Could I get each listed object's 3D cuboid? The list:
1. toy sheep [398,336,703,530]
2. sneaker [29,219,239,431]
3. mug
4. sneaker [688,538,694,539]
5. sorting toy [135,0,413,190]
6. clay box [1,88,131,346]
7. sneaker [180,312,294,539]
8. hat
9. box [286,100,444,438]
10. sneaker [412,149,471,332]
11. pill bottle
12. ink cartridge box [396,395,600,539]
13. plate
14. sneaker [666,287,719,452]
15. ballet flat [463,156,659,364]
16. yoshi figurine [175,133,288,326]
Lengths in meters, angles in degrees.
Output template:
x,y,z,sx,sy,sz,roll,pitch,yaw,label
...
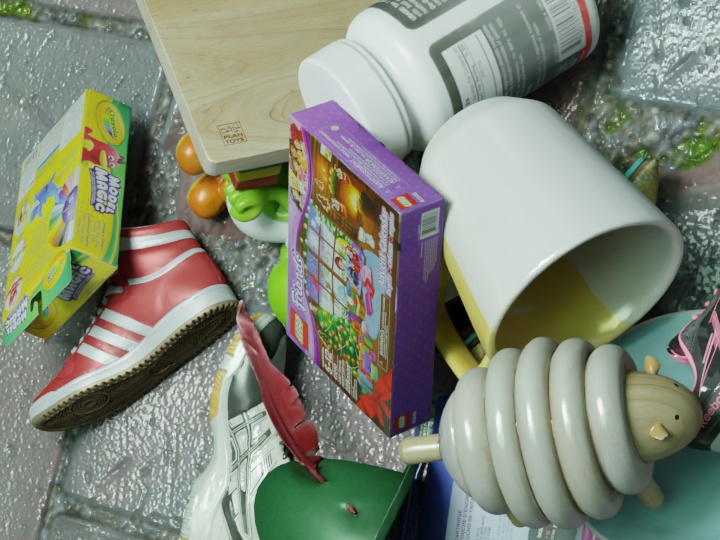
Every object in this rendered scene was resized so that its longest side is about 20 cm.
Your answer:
x,y,z,sx,sy,sz,roll,pitch,yaw,label
0.121,0.107,1.391,0.200,0.138,0.138,-14,72,16,toy sheep
-0.199,0.039,1.739,0.200,0.071,0.113,-34,67,12,sneaker
0.100,-0.024,1.455,0.187,0.149,0.153,-38,60,9,mug
0.168,0.258,1.423,0.200,0.073,0.114,-47,20,5,sneaker
-0.056,-0.159,1.641,0.070,0.200,0.199,108,145,-55,sorting toy
-0.236,-0.036,1.732,0.115,0.048,0.200,-42,36,40,clay box
-0.071,0.135,1.650,0.088,0.076,0.200,11,91,20,sneaker
-0.068,0.159,1.547,0.176,0.200,0.166,29,108,1,hat
0.000,0.000,1.504,0.137,0.039,0.200,44,144,41,box
0.062,-0.032,1.587,0.200,0.084,0.121,-38,67,11,sneaker
0.062,-0.156,1.547,0.200,0.114,0.114,-32,58,-18,pill bottle
0.112,0.155,1.545,0.200,0.042,0.119,4,81,34,ink cartridge box
0.231,0.117,1.454,0.200,0.026,0.200,-6,57,9,plate
0.252,0.034,1.445,0.095,0.079,0.200,0,62,30,sneaker
0.159,0.008,1.539,0.200,0.071,0.071,-47,60,13,ballet flat
-0.067,-0.024,1.661,0.200,0.112,0.112,37,115,29,yoshi figurine
